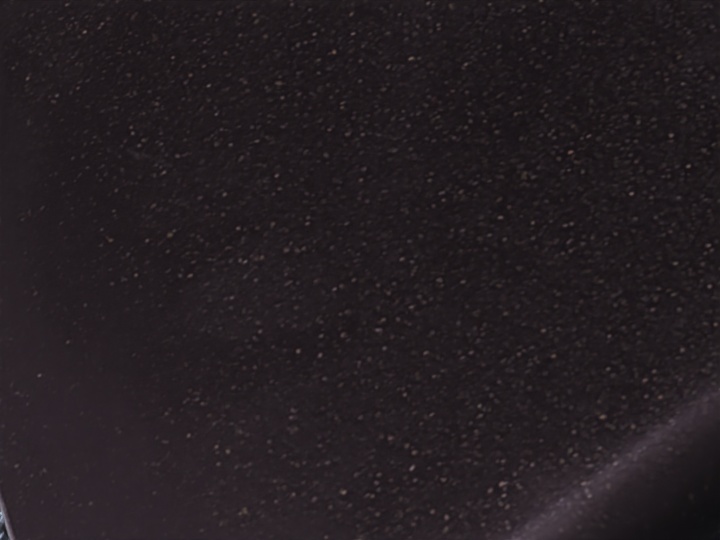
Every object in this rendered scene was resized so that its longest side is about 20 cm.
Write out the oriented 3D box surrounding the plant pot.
[{"bbox_3d":[0.057,0.016,0.530,0.177,0.200,0.200,-36,47,11],"label":"plant pot"}]
